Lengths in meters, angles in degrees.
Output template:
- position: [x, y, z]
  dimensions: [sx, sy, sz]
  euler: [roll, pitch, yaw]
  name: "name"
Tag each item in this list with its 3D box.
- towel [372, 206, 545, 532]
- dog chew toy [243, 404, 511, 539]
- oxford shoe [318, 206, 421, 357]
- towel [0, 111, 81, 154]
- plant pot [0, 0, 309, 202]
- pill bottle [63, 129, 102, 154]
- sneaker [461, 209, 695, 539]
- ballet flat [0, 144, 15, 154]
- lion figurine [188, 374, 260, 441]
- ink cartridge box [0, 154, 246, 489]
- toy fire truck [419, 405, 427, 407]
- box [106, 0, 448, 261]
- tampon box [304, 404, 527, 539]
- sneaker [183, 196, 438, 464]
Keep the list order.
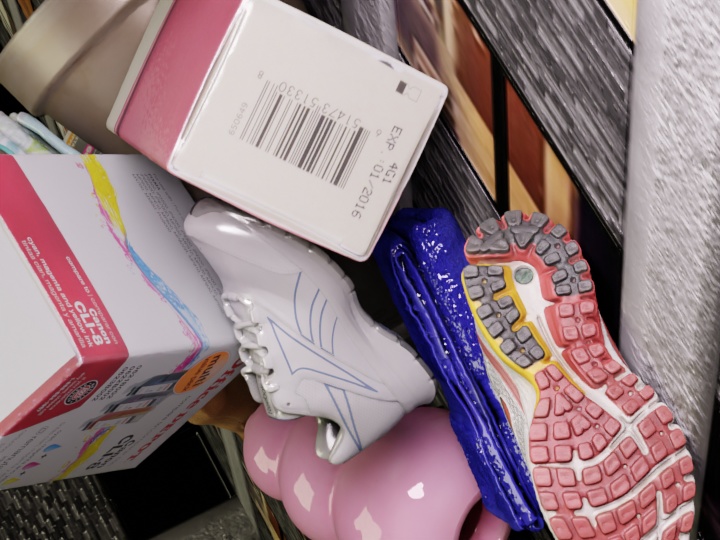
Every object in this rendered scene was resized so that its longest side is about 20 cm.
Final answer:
- position: [0.061, 0.060, 1.570]
  dimensions: [0.201, 0.049, 0.148]
  euler: [66, 170, -5]
  name: "towel"
- position: [0.004, 0.137, 1.719]
  dimensions: [0.199, 0.125, 0.125]
  euler: [21, 144, 35]
  name: "dog chew toy"
- position: [0.000, 0.000, 1.698]
  dimensions: [0.200, 0.071, 0.071]
  euler: [73, 171, -49]
  name: "oxford shoe"
- position: [-0.163, -0.013, 1.706]
  dimensions: [0.200, 0.048, 0.171]
  euler: [39, 163, 10]
  name: "towel"
- position: [-0.101, -0.128, 1.641]
  dimensions: [0.174, 0.200, 0.200]
  euler: [47, 170, 0]
  name: "plant pot"
- position: [-0.127, -0.054, 1.807]
  dimensions: [0.200, 0.116, 0.117]
  euler: [27, 143, 60]
  name: "pill bottle"
- position: [0.110, 0.070, 1.289]
  dimensions: [0.082, 0.077, 0.201]
  euler: [80, 172, -71]
  name: "sneaker"
- position: [-0.228, -0.008, 1.657]
  dimensions: [0.069, 0.071, 0.200]
  euler: [37, 162, 21]
  name: "ballet flat"
- position: [-0.097, 0.085, 1.834]
  dimensions: [0.200, 0.073, 0.123]
  euler: [9, -139, -50]
  name: "lion figurine"
- position: [-0.179, 0.029, 1.515]
  dimensions: [0.145, 0.145, 0.200]
  euler: [57, -153, 16]
  name: "ink cartridge box"
- position: [-0.010, 0.042, 1.917]
  dimensions: [0.201, 0.049, 0.141]
  euler: [68, 171, -23]
  name: "toy fire truck"
- position: [-0.052, -0.091, 1.462]
  dimensions: [0.127, 0.109, 0.200]
  euler: [25, -178, -17]
  name: "box"
- position: [0.048, 0.227, 1.838]
  dimensions: [0.150, 0.126, 0.200]
  euler: [58, 169, 37]
  name: "tampon box"
- position: [-0.037, 0.037, 1.497]
  dimensions: [0.200, 0.087, 0.074]
  euler: [47, 169, -29]
  name: "sneaker"
